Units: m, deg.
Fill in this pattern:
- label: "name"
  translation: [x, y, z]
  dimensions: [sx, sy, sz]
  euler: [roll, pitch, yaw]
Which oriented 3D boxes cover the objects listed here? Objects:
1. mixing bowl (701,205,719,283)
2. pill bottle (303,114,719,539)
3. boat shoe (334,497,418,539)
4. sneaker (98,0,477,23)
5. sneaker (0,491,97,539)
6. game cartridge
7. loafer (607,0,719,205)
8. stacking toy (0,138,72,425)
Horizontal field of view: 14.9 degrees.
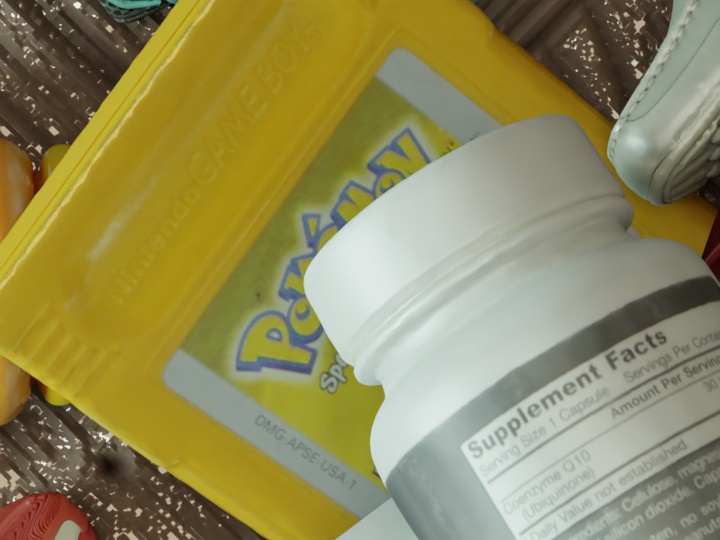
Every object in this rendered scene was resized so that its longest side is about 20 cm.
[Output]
- label: "mixing bowl"
  translation: [0.200, -0.022, 0.853]
  dimensions: [0.200, 0.200, 0.109]
  euler: [3, 57, 4]
- label: "pill bottle"
  translation: [0.074, 0.063, 0.783]
  dimensions: [0.113, 0.113, 0.200]
  euler: [-31, 76, 1]
- label: "boat shoe"
  translation: [0.028, 0.104, 0.852]
  dimensions: [0.200, 0.074, 0.065]
  euler: [-37, 71, -8]
- label: "sneaker"
  translation: [-0.053, -0.121, 0.933]
  dimensions: [0.200, 0.078, 0.091]
  euler: [23, 108, 5]
- label: "sneaker"
  translation: [-0.112, 0.182, 0.915]
  dimensions: [0.115, 0.078, 0.200]
  euler: [34, 71, -26]
- label: "game cartridge"
  translation: [0.000, 0.000, 0.880]
  dimensions: [0.200, 0.032, 0.176]
  euler: [37, 88, -27]
- label: "loafer"
  translation: [0.129, -0.110, 0.901]
  dimensions: [0.070, 0.070, 0.200]
  euler: [29, 68, 12]
- label: "stacking toy"
  translation: [-0.080, 0.003, 0.912]
  dimensions: [0.199, 0.116, 0.110]
  euler: [1, 91, -10]
